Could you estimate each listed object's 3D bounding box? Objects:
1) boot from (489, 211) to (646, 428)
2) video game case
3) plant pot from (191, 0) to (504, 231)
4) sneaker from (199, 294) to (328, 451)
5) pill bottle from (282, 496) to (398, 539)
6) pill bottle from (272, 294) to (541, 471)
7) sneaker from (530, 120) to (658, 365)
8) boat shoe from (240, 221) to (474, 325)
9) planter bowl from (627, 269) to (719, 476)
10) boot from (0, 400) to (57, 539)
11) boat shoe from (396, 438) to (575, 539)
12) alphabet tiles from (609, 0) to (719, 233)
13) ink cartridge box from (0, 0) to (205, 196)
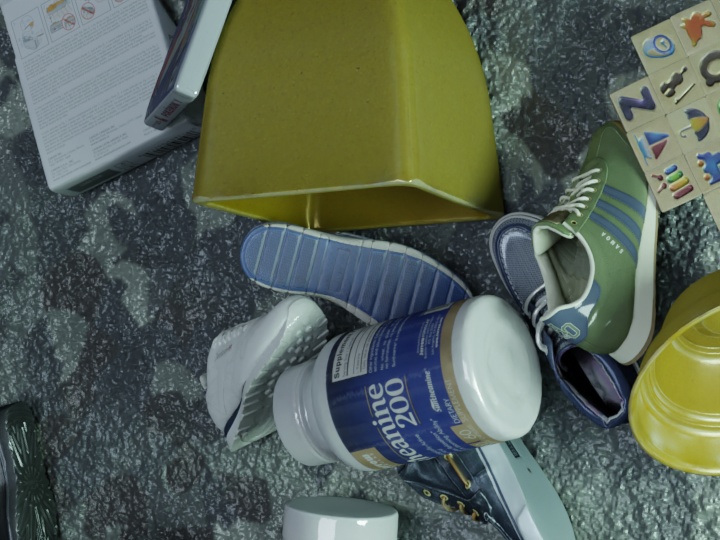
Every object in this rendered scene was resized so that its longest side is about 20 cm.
[{"bbox_3d":[0.161,0.034,1.415,0.073,0.090,0.200,-45,73,19],"label":"boot"},{"bbox_3d":[-0.126,-0.223,1.489,0.023,0.182,0.202,20,81,-12],"label":"video game case"},{"bbox_3d":[-0.006,-0.146,1.447,0.192,0.195,0.203,-3,82,26],"label":"plant pot"},{"bbox_3d":[-0.089,0.073,1.511,0.081,0.076,0.200,58,144,21],"label":"sneaker"},{"bbox_3d":[-0.024,0.295,1.497,0.113,0.114,0.203,6,93,26],"label":"pill bottle"},{"bbox_3d":[0.032,0.094,1.408,0.198,0.111,0.112,-17,84,34],"label":"pill bottle"},{"bbox_3d":[0.172,-0.033,1.367,0.067,0.089,0.202,-38,43,53],"label":"sneaker"},{"bbox_3d":[0.000,0.000,1.499,0.198,0.072,0.073,20,99,-2],"label":"boat shoe"},{"bbox_3d":[0.285,0.056,1.335,0.200,0.200,0.084,-35,40,22],"label":"planter bowl"},{"bbox_3d":[-0.387,0.222,1.699,0.198,0.066,0.167,-15,76,22],"label":"boot"},{"bbox_3d":[0.096,0.177,1.465,0.091,0.071,0.201,-37,68,22],"label":"boat shoe"},{"bbox_3d":[0.297,-0.130,1.359,0.198,0.006,0.168,-25,79,6],"label":"alphabet tiles"},{"bbox_3d":[-0.232,-0.191,1.633,0.161,0.057,0.202,-23,73,25],"label":"ink cartridge box"}]
